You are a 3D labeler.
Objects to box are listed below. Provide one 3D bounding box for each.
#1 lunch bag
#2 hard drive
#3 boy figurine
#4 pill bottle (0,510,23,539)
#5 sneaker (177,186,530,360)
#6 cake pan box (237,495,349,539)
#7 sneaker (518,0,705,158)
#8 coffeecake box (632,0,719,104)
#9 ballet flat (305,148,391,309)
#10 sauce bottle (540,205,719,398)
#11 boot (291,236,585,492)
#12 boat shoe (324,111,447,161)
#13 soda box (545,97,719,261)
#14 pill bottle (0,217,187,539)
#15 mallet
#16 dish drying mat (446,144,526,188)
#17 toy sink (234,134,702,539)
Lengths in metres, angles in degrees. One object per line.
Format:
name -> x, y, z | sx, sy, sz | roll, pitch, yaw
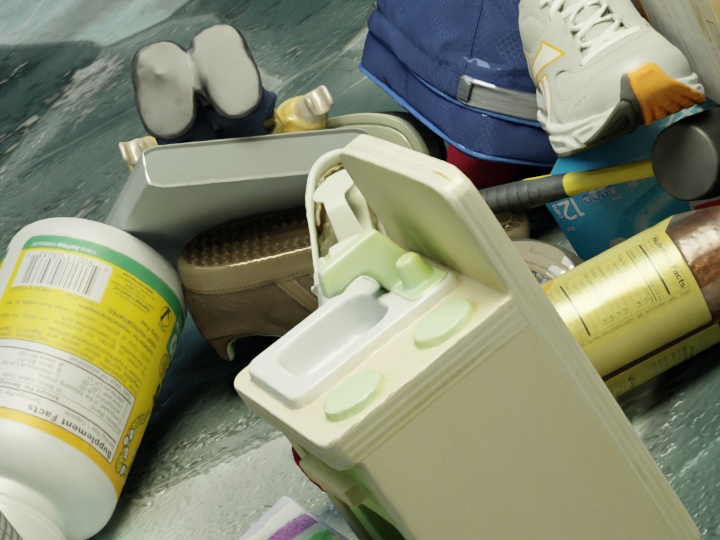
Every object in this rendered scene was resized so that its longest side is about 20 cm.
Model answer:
lunch bag -> 0.084, -0.131, 1.540 | 0.135, 0.133, 0.200 | 6, 18, -24
hard drive -> -0.082, -0.028, 1.584 | 0.131, 0.026, 0.200 | -6, -18, -19
boy figurine -> -0.074, -0.079, 1.580 | 0.124, 0.065, 0.200 | -18, -14, 3
pill bottle -> -0.210, 0.157, 1.311 | 0.114, 0.200, 0.114 | -29, 20, 12
sneaker -> 0.000, 0.003, 1.539 | 0.199, 0.076, 0.071 | -6, 34, 10
cake pan box -> -0.059, 0.200, 1.179 | 0.200, 0.052, 0.184 | -44, 19, -7
sneaker -> 0.109, -0.112, 1.339 | 0.075, 0.092, 0.200 | -22, 8, -4
coffeecake box -> 0.221, -0.143, 1.302 | 0.153, 0.073, 0.200 | -27, 14, -1
ballet flat -> 0.000, 0.000, 1.342 | 0.069, 0.070, 0.200 | -31, 27, 9
sauce bottle -> 0.148, 0.009, 1.283 | 0.199, 0.066, 0.066 | -26, 19, -6
boot -> 0.022, 0.049, 1.389 | 0.151, 0.073, 0.200 | -44, 27, -24
boat shoe -> 0.003, -0.059, 1.631 | 0.067, 0.072, 0.200 | -25, -1, -27
soda box -> 0.193, -0.061, 1.373 | 0.200, 0.064, 0.068 | -21, 24, 34
pill bottle -> -0.176, 0.081, 1.522 | 0.113, 0.113, 0.201 | -15, 45, 42
mallet -> 0.104, -0.042, 1.340 | 0.199, 0.041, 0.066 | -12, 4, 32
dish drying mat -> 0.086, -0.081, 1.657 | 0.077, 0.018, 0.200 | -20, 24, 37
toy sink -> 0.029, 0.060, 1.159 | 0.112, 0.200, 0.130 | -38, 21, -11
